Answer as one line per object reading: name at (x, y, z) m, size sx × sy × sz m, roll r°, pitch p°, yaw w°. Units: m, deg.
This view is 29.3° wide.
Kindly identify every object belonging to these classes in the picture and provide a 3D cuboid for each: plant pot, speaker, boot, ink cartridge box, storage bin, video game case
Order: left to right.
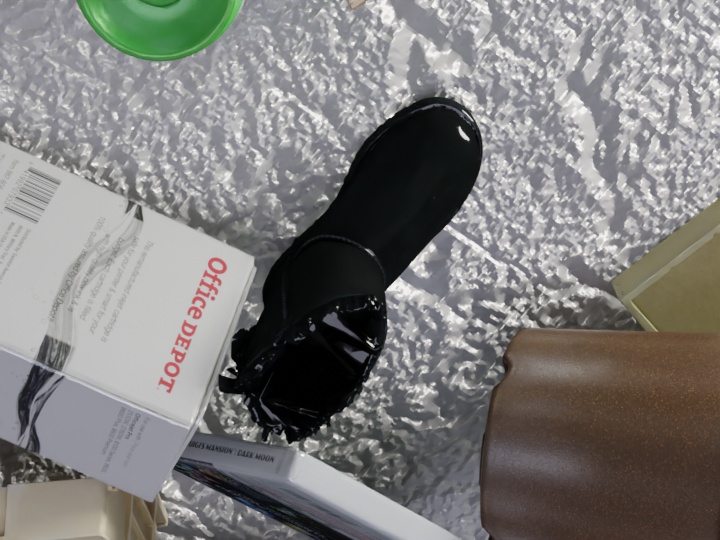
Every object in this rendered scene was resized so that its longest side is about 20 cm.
storage bin at (-0.235, 0.173, 0.877) m, size 0.198 × 0.095 × 0.199 m, roll -4°, pitch 150°, yaw -1°
ink cartridge box at (-0.177, 0.023, 0.801) m, size 0.199 × 0.145 × 0.084 m, roll 25°, pitch 132°, yaw -7°
speaker at (-0.095, -0.173, 0.691) m, size 0.087 × 0.201 × 0.089 m, roll -1°, pitch 119°, yaw -3°
video game case at (-0.022, 0.152, 0.878) m, size 0.199 × 0.181 × 0.024 m, roll 33°, pitch 70°, yaw -33°
boot at (0.000, -0.001, 0.808) m, size 0.073 × 0.163 × 0.198 m, roll 40°, pitch 109°, yaw -13°
plant pot at (0.186, 0.119, 0.856) m, size 0.196 × 0.200 × 0.202 m, roll 7°, pitch 121°, yaw 20°

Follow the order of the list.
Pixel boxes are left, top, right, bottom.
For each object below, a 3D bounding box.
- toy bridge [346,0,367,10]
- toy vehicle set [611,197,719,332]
toy bridge at (0.052, -0.227, 0.769) m, size 0.199 × 0.027 × 0.067 m, roll -33°, pitch 113°, yaw 13°
toy vehicle set at (0.276, 0.041, 0.926) m, size 0.124 × 0.027 × 0.200 m, roll -38°, pitch 114°, yaw 16°
